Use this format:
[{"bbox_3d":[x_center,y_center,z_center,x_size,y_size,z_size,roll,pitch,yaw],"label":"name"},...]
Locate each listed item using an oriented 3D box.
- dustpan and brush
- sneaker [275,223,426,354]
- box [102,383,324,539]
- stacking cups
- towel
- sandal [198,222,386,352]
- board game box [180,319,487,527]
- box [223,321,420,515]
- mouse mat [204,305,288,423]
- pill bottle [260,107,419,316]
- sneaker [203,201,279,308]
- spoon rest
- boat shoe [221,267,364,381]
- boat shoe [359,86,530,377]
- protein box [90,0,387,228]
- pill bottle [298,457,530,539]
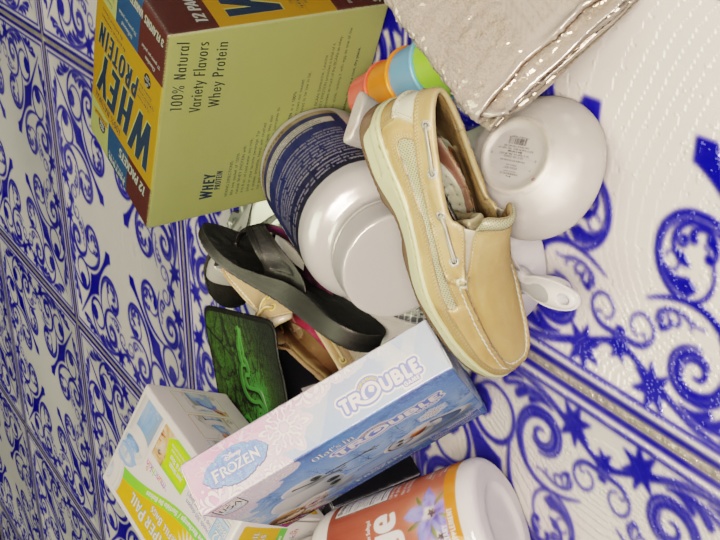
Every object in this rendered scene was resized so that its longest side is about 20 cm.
[{"bbox_3d":[0.105,-0.002,0.779,0.199,0.057,0.142,16,117,56],"label":"dustpan and brush"},{"bbox_3d":[0.000,0.000,0.950,0.200,0.076,0.081,40,137,29],"label":"sneaker"},{"bbox_3d":[-0.139,0.210,0.995,0.200,0.101,0.113,41,108,43],"label":"box"},{"bbox_3d":[0.049,-0.154,0.811,0.199,0.060,0.061,-4,101,63],"label":"stacking cups"},{"bbox_3d":[0.076,-0.198,0.695,0.132,0.034,0.201,-42,60,16],"label":"towel"},{"bbox_3d":[-0.054,0.000,0.915,0.199,0.075,0.048,32,108,26],"label":"sandal"},{"bbox_3d":[-0.009,0.125,0.813,0.044,0.198,0.199,61,-175,21],"label":"board game box"},{"bbox_3d":[-0.054,0.181,1.091,0.201,0.103,0.183,58,145,26],"label":"box"},{"bbox_3d":[-0.104,0.137,1.047,0.160,0.007,0.203,7,109,58],"label":"mouse mat"},{"bbox_3d":[-0.006,-0.046,0.851,0.200,0.110,0.113,-125,32,-58],"label":"pill bottle"},{"bbox_3d":[-0.103,-0.011,1.113,0.089,0.073,0.201,54,141,24],"label":"sneaker"},{"bbox_3d":[0.082,-0.083,0.755,0.198,0.060,0.101,20,91,36],"label":"spoon rest"},{"bbox_3d":[-0.065,0.043,1.025,0.199,0.069,0.074,36,136,21],"label":"boat shoe"},{"bbox_3d":[0.069,-0.022,0.698,0.076,0.072,0.202,-14,110,46],"label":"boat shoe"},{"bbox_3d":[-0.112,-0.172,0.927,0.135,0.198,0.200,53,144,31],"label":"protein box"},{"bbox_3d":[0.031,0.235,0.876,0.198,0.112,0.113,-26,79,23],"label":"pill bottle"}]
